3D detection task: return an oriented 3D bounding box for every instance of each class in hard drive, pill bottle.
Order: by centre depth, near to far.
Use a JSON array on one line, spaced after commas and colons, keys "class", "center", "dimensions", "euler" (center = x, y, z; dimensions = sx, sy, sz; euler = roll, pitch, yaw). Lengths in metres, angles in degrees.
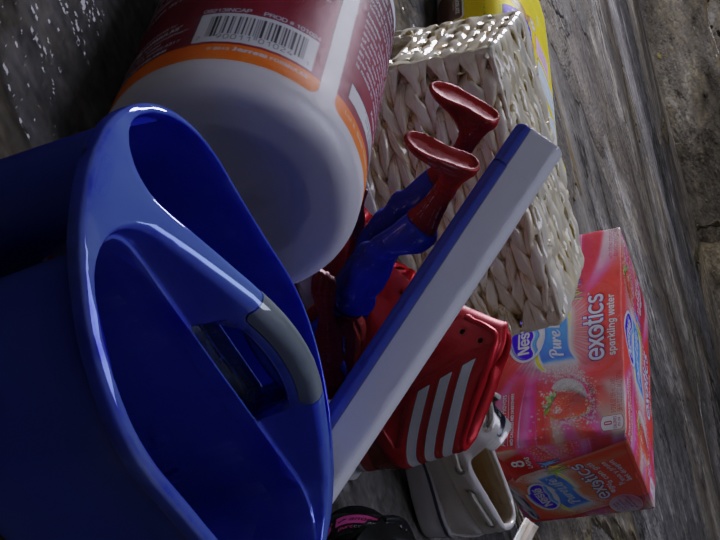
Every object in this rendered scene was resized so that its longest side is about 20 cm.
[{"class": "pill bottle", "center": [-0.043, -0.094, 0.654], "dimensions": [0.201, 0.112, 0.114], "euler": [-78, 151, -50]}, {"class": "hard drive", "center": [0.022, 0.032, 0.661], "dimensions": [0.201, 0.025, 0.132], "euler": [-56, 176, -3]}]

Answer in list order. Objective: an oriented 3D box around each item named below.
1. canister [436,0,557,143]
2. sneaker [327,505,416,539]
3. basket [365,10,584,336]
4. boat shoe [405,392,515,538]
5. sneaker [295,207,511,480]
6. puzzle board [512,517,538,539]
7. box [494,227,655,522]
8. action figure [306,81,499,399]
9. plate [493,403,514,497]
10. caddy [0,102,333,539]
[{"class": "canister", "center": [0.115, -0.161, 1.207], "dimensions": [0.149, 0.086, 0.202], "euler": [56, 28, -50]}, {"class": "sneaker", "center": [-0.007, 0.160, 0.692], "dimensions": [0.200, 0.076, 0.085], "euler": [19, 55, -80]}, {"class": "basket", "center": [0.064, -0.058, 0.932], "dimensions": [0.136, 0.122, 0.202], "euler": [-55, 132, -64]}, {"class": "boat shoe", "center": [0.058, 0.089, 0.882], "dimensions": [0.071, 0.069, 0.202], "euler": [-65, 147, -51]}, {"class": "sneaker", "center": [0.024, 0.008, 0.787], "dimensions": [0.078, 0.114, 0.202], "euler": [-14, 94, -72]}, {"class": "puzzle board", "center": [0.023, 0.216, 0.673], "dimensions": [0.152, 0.017, 0.200], "euler": [-65, 168, 24]}, {"class": "box", "center": [0.161, 0.077, 1.079], "dimensions": [0.201, 0.102, 0.095], "euler": [-81, 153, -42]}, {"class": "action figure", "center": [0.000, 0.000, 0.673], "dimensions": [0.066, 0.051, 0.201], "euler": [-72, -173, -47]}, {"class": "plate", "center": [0.126, 0.076, 1.180], "dimensions": [0.199, 0.032, 0.202], "euler": [-30, 108, -71]}, {"class": "caddy", "center": [-0.068, 0.036, 0.513], "dimensions": [0.201, 0.104, 0.142], "euler": [60, 25, -43]}]
